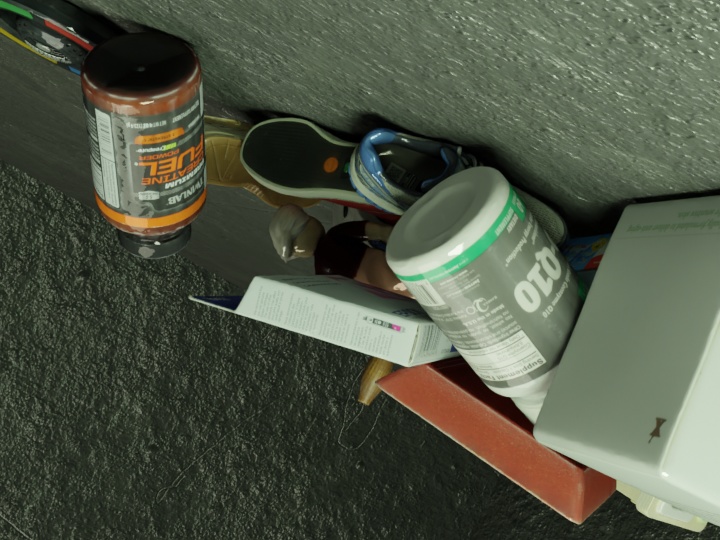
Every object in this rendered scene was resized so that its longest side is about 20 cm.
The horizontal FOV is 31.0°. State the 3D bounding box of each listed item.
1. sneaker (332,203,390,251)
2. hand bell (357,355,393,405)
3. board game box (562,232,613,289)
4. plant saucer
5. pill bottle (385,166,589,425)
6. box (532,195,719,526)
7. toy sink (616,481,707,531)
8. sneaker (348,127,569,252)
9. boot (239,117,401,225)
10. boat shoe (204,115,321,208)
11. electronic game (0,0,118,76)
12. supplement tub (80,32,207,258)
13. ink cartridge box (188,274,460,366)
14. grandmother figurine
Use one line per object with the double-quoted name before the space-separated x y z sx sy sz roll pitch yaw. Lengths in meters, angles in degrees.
"sneaker" 0.048 -0.036 1.361 0.111 0.074 0.200 1 -158 -21
"hand bell" 0.047 0.075 1.626 0.104 0.201 0.104 24 172 4
"board game box" 0.199 0.069 1.148 0.195 0.056 0.201 -7 120 50
"plant saucer" 0.129 0.131 1.114 0.199 0.037 0.199 33 -170 17
"pill bottle" 0.119 0.026 1.026 0.200 0.113 0.113 50 162 -24
"box" 0.260 0.071 0.908 0.170 0.201 0.199 25 174 -15
"toy sink" 0.310 0.189 1.323 0.200 0.113 0.130 30 -175 43
"sneaker" 0.080 -0.060 1.078 0.199 0.077 0.085 22 165 7
"boot" -0.009 -0.081 1.246 0.199 0.073 0.144 17 171 30
"boat shoe" -0.107 -0.118 1.323 0.199 0.074 0.069 16 -152 -48
"electronic game" -0.299 -0.227 1.265 0.199 0.042 0.200 25 172 4
"supplement tub" -0.192 -0.107 1.175 0.106 0.107 0.201 22 137 19
"ink cartridge box" -0.016 0.032 1.111 0.199 0.044 0.196 18 -175 17
"grandmother figurine" 0.000 0.000 1.238 0.199 0.122 0.061 30 -157 9
